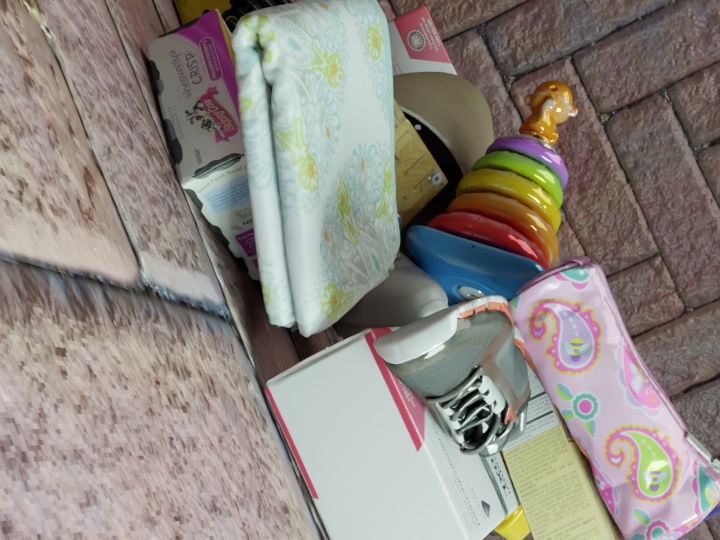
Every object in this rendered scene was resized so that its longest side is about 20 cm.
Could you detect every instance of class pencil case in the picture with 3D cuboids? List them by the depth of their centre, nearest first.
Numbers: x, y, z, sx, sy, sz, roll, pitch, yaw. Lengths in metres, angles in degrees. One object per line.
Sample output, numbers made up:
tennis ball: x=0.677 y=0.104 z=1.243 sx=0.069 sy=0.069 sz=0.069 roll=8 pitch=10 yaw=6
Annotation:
pencil case: x=0.172 y=0.090 z=0.903 sx=0.201 sy=0.087 sz=0.087 roll=60 pitch=5 yaw=10

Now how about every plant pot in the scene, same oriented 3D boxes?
plant pot: x=0.047 y=-0.101 z=1.198 sx=0.189 sy=0.186 sz=0.200 roll=64 pitch=33 yaw=-15

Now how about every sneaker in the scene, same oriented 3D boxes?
sneaker: x=0.071 y=0.070 z=0.808 sx=0.200 sy=0.076 sz=0.083 roll=22 pitch=48 yaw=-66
sneaker: x=0.000 y=0.000 z=1.035 sx=0.199 sy=0.076 sz=0.081 roll=19 pitch=-57 yaw=59

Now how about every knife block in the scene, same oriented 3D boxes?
knife block: x=-0.038 y=-0.134 z=1.035 sx=0.175 sy=0.064 sz=0.200 roll=37 pitch=-12 yaw=51

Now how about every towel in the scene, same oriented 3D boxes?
towel: x=-0.021 y=-0.074 z=0.867 sx=0.171 sy=0.048 sz=0.203 roll=-39 pitch=125 yaw=-65

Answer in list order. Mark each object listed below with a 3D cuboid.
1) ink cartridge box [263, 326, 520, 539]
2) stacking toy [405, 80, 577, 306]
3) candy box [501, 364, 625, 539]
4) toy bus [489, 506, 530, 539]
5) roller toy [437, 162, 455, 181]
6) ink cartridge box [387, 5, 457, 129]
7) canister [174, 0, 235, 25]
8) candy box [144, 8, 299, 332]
ink cartridge box: x=0.030 y=0.118 z=0.887 sx=0.146 sy=0.084 sz=0.200 roll=65 pitch=14 yaw=8
stacking toy: x=0.122 y=-0.065 z=1.047 sx=0.110 sy=0.115 sz=0.202 roll=70 pitch=40 yaw=-62
candy box: x=0.145 y=0.136 z=0.982 sx=0.115 sy=0.055 sz=0.202 roll=42 pitch=25 yaw=-54
toy bus: x=0.068 y=0.120 z=1.167 sx=0.191 sy=0.136 sz=0.200 roll=34 pitch=-2 yaw=-33
roller toy: x=0.065 y=-0.012 z=1.354 sx=0.140 sy=0.180 sz=0.203 roll=44 pitch=53 yaw=-78
ink cartridge box: x=0.011 y=-0.182 z=1.487 sx=0.085 sy=0.198 sz=0.147 roll=57 pitch=9 yaw=-87
canister: x=-0.091 y=-0.197 z=1.202 sx=0.150 sy=0.086 sz=0.200 roll=69 pitch=8 yaw=28
candy box: x=-0.073 y=-0.066 z=0.945 sx=0.200 sy=0.060 sz=0.137 roll=57 pitch=11 yaw=-54
